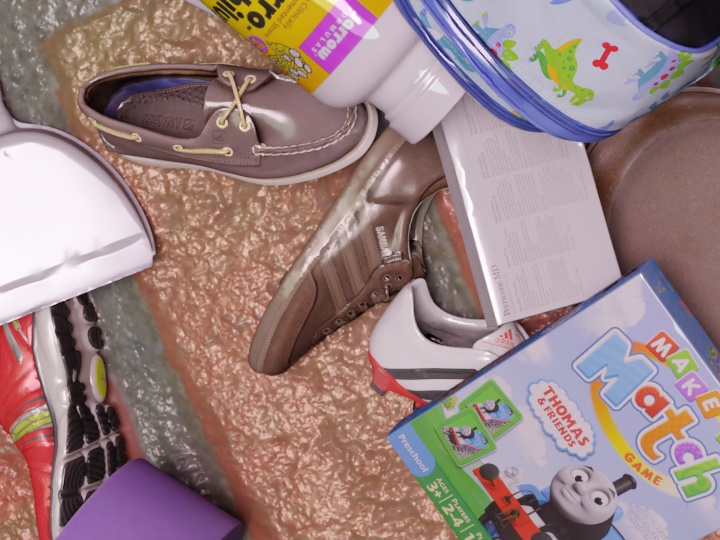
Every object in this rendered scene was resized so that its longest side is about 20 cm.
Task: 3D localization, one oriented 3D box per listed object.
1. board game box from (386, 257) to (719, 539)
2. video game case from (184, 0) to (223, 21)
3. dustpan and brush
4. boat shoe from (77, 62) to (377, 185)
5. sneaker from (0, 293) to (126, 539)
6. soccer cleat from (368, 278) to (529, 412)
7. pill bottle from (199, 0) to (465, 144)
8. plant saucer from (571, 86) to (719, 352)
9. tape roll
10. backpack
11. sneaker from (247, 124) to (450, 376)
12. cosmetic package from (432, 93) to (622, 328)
[{"bbox_3d":[0.135,0.108,0.876,0.200,0.037,0.151,-36,89,28],"label":"board game box"},{"bbox_3d":[-0.006,-0.223,0.892,0.182,0.024,0.200,25,108,-22],"label":"video game case"},{"bbox_3d":[-0.237,-0.074,1.009,0.139,0.057,0.200,-21,93,-7],"label":"dustpan and brush"},{"bbox_3d":[-0.088,-0.100,0.941,0.200,0.060,0.072,6,75,25],"label":"boat shoe"},{"bbox_3d":[-0.222,0.105,1.032,0.085,0.077,0.200,-11,81,24],"label":"sneaker"},{"bbox_3d":[0.099,0.075,0.935,0.200,0.069,0.085,27,124,10],"label":"soccer cleat"},{"bbox_3d":[-0.023,-0.162,0.820,0.200,0.104,0.104,39,108,-8],"label":"pill bottle"},{"bbox_3d":[0.207,-0.010,0.876,0.200,0.032,0.200,11,106,44],"label":"plant saucer"},{"bbox_3d":[-0.166,0.231,0.974,0.085,0.200,0.200,32,107,8],"label":"tape roll"},{"bbox_3d":[0.105,-0.157,0.741,0.183,0.200,0.147,48,129,-3],"label":"backpack"},{"bbox_3d":[0.000,0.000,0.953,0.076,0.070,0.200,34,108,3],"label":"sneaker"},{"bbox_3d":[0.091,-0.071,0.896,0.082,0.051,0.200,-15,87,-6],"label":"cosmetic package"}]
